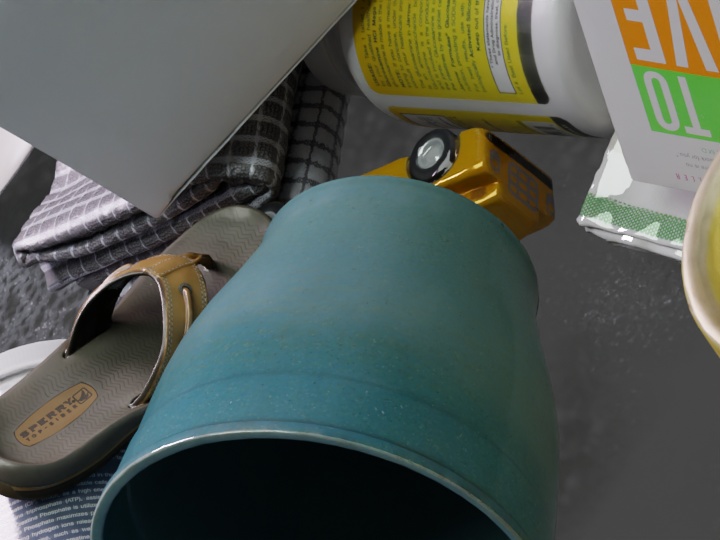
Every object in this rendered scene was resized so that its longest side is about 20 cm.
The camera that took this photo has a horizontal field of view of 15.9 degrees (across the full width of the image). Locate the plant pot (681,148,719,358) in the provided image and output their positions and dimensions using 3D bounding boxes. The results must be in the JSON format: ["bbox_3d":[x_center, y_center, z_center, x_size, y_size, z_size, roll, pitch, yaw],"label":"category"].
[{"bbox_3d":[0.223,0.019,0.950,0.200,0.189,0.201,-25,47,30],"label":"plant pot"}]

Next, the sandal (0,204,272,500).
[{"bbox_3d":[-0.109,0.029,1.225,0.200,0.055,0.082,-37,51,-26],"label":"sandal"}]

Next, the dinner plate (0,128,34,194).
[{"bbox_3d":[-0.204,-0.118,1.539,0.200,0.024,0.200,-52,20,28],"label":"dinner plate"}]

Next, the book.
[{"bbox_3d":[0.146,-0.117,1.046,0.133,0.200,0.048,17,50,45],"label":"book"}]

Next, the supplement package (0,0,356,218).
[{"bbox_3d":[-0.104,-0.156,1.258,0.200,0.156,0.111,-46,35,20],"label":"supplement package"}]

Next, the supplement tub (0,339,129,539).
[{"bbox_3d":[-0.136,0.146,1.251,0.140,0.140,0.200,-37,43,20],"label":"supplement tub"}]

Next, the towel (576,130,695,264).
[{"bbox_3d":[0.198,-0.086,1.153,0.149,0.031,0.200,20,80,37],"label":"towel"}]

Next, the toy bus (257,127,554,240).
[{"bbox_3d":[0.000,0.000,1.277,0.200,0.065,0.078,-22,50,33],"label":"toy bus"}]

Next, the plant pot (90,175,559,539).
[{"bbox_3d":[0.000,0.066,1.144,0.200,0.200,0.188,-21,37,33],"label":"plant pot"}]

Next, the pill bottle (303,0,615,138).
[{"bbox_3d":[0.063,-0.125,1.266,0.200,0.112,0.113,8,69,46],"label":"pill bottle"}]

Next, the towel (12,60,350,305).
[{"bbox_3d":[-0.095,-0.076,1.397,0.200,0.085,0.166,-24,48,39],"label":"towel"}]
